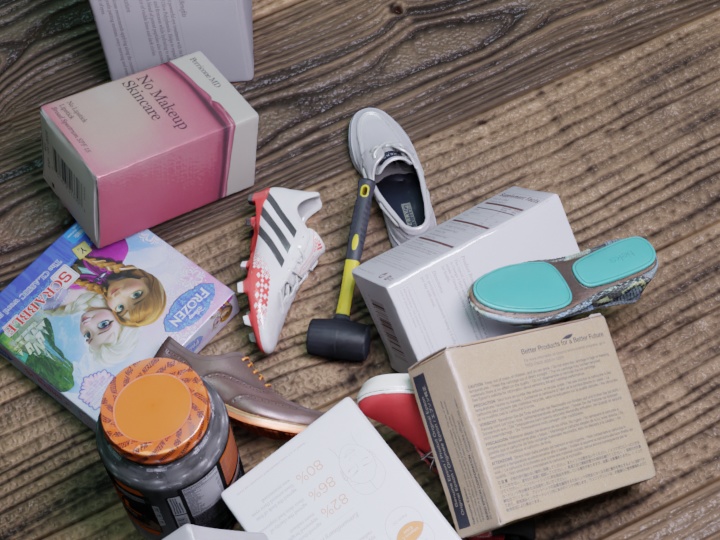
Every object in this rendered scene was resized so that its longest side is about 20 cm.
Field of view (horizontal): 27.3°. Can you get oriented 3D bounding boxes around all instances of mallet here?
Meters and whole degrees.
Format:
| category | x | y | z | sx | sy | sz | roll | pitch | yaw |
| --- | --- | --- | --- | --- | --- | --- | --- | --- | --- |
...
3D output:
| category | x | y | z | sx | sy | sz | roll | pitch | yaw |
| --- | --- | --- | --- | --- | --- | --- | --- | --- | --- |
| mallet | 0.000 | 0.000 | 1.544 | 0.065 | 0.041 | 0.201 | 14 | 72 | 11 |

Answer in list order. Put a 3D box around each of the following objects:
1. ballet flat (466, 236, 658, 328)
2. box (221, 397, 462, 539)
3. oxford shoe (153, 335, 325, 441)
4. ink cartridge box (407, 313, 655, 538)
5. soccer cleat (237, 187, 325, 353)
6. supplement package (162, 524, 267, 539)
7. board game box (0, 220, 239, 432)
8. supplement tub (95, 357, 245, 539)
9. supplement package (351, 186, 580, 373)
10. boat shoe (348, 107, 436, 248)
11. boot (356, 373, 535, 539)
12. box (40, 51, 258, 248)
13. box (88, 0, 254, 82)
| category | x | y | z | sx | sy | sz | roll | pitch | yaw |
| --- | --- | --- | --- | --- | --- | --- | --- | --- | --- |
| ballet flat | 0.192 | 0.024 | 1.413 | 0.199 | 0.074 | 0.075 | -12 | 58 | -16 |
| box | -0.004 | 0.249 | 1.360 | 0.152 | 0.106 | 0.200 | -36 | 63 | -6 |
| oxford shoe | -0.113 | 0.118 | 1.464 | 0.199 | 0.071 | 0.073 | 17 | 75 | 1 |
| ink cartridge box | 0.160 | 0.141 | 1.376 | 0.199 | 0.075 | 0.166 | -9 | 76 | -34 |
| soccer cleat | -0.080 | -0.005 | 1.557 | 0.085 | 0.069 | 0.201 | -3 | 54 | 6 |
| supplement package | -0.167 | 0.318 | 1.273 | 0.200 | 0.117 | 0.118 | -35 | 62 | 20 |
| board game box | -0.265 | 0.047 | 1.549 | 0.199 | 0.041 | 0.200 | 34 | 66 | 21 |
| supplement tub | -0.175 | 0.170 | 1.376 | 0.122 | 0.200 | 0.123 | -2 | 58 | 3 |
| supplement package | 0.113 | 0.013 | 1.480 | 0.199 | 0.117 | 0.117 | -27 | 104 | -13 |
| boat shoe | 0.038 | -0.108 | 1.612 | 0.073 | 0.065 | 0.201 | -21 | 60 | -9 |
| boot | 0.082 | 0.186 | 1.396 | 0.199 | 0.072 | 0.145 | 20 | 60 | -17 |
| box | -0.225 | -0.132 | 1.588 | 0.199 | 0.109 | 0.128 | -25 | 56 | -28 |
| box | -0.215 | -0.345 | 1.693 | 0.170 | 0.199 | 0.201 | -4 | 58 | 1 |
